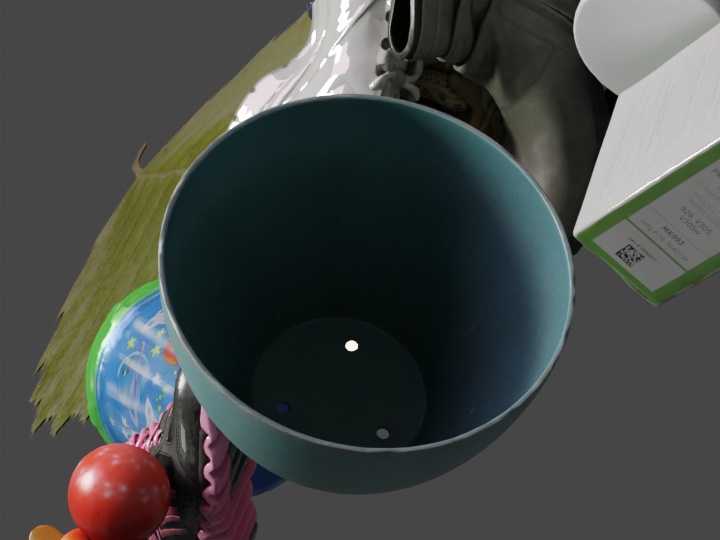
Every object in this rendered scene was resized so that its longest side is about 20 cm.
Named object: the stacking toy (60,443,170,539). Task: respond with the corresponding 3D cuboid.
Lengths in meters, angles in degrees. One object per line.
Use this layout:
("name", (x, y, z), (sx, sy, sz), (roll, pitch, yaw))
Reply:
("stacking toy", (-0.142, 0.190, 0.948), (0.085, 0.085, 0.201), (-121, 43, -75))

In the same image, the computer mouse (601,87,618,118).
("computer mouse", (0.181, -0.144, 1.028), (0.200, 0.034, 0.059), (-59, -5, -42))

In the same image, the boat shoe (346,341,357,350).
("boat shoe", (0.000, 0.000, 1.103), (0.072, 0.063, 0.201), (-33, 52, 24))

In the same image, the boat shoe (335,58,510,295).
("boat shoe", (0.042, -0.075, 1.004), (0.073, 0.063, 0.201), (12, 82, 37))

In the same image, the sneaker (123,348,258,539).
("sneaker", (-0.107, 0.114, 1.002), (0.079, 0.095, 0.201), (-62, -14, -44))

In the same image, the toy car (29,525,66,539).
("toy car", (-0.239, 0.231, 1.172), (0.200, 0.177, 0.185), (-48, -4, -44))

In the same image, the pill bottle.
("pill bottle", (0.185, -0.181, 0.912), (0.120, 0.119, 0.201), (-31, 26, 54))

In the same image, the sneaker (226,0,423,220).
("sneaker", (0.006, -0.116, 0.971), (0.087, 0.074, 0.201), (40, 109, 42))

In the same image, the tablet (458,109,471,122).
("tablet", (0.068, -0.169, 1.067), (0.130, 0.014, 0.201), (-32, 59, 22))

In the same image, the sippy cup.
("sippy cup", (-0.090, 0.079, 1.115), (0.139, 0.179, 0.130), (-26, 20, -18))

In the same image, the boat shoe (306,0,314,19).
("boat shoe", (0.018, -0.162, 1.164), (0.075, 0.093, 0.200), (-53, 12, -8))

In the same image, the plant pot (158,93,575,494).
("plant pot", (-0.003, 0.032, 0.899), (0.135, 0.199, 0.201), (102, -166, -57))

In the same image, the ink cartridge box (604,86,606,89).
("ink cartridge box", (0.097, -0.109, 1.111), (0.200, 0.068, 0.115), (-50, 14, 10))

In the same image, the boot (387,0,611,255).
("boot", (0.067, -0.108, 0.945), (0.068, 0.130, 0.202), (4, 88, 58))

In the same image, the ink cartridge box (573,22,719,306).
("ink cartridge box", (0.186, -0.075, 0.770), (0.200, 0.059, 0.104), (-37, 21, 45))
